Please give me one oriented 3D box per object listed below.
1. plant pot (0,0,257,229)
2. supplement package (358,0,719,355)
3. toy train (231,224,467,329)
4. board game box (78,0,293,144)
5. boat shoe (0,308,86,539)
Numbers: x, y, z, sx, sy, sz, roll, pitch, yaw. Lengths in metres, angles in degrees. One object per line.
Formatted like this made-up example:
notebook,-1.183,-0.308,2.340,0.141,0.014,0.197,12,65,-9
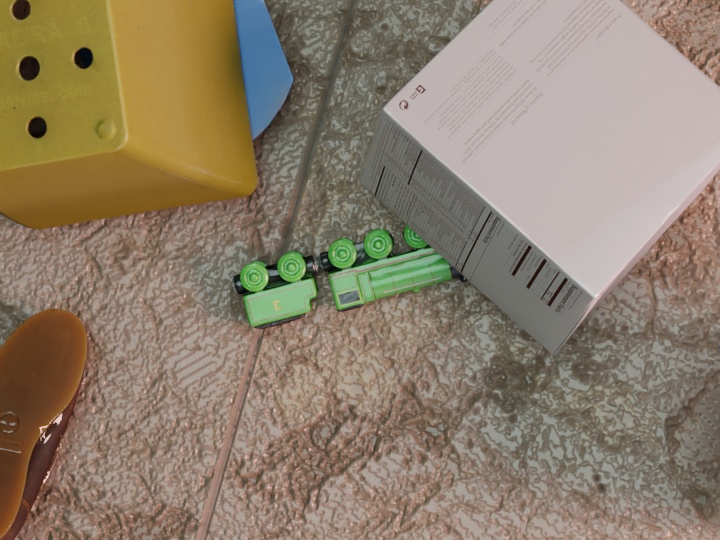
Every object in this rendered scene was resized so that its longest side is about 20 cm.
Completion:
plant pot,-0.209,-0.141,1.426,0.199,0.176,0.201,-8,89,16
supplement package,0.140,-0.086,1.411,0.200,0.147,0.191,42,72,8
toy train,0.000,0.000,1.490,0.199,0.042,0.057,-14,93,3
board game box,-0.140,-0.179,1.519,0.157,0.039,0.201,-23,84,15
boat shoe,-0.265,0.127,1.480,0.070,0.070,0.201,20,65,4
